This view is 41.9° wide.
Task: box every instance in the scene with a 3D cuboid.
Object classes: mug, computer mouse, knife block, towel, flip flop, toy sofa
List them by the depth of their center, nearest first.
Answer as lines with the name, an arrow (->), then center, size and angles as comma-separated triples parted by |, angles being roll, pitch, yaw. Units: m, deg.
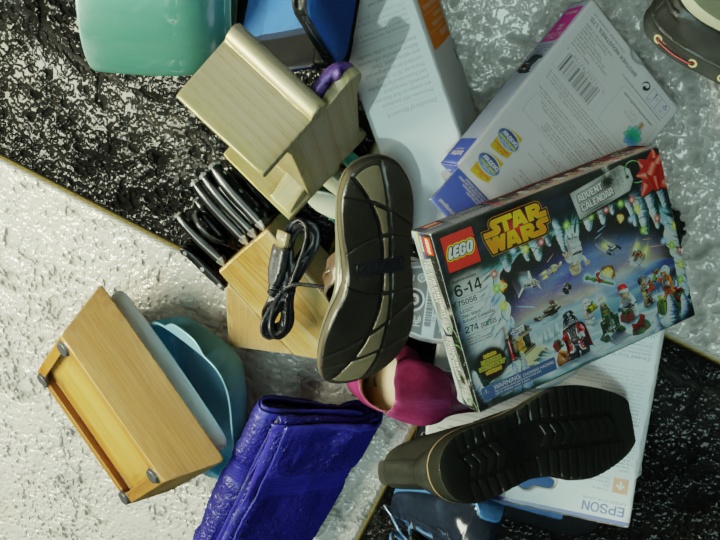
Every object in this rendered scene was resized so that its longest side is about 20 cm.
toy sofa -> -0.058, -0.113, 0.701 | 0.083, 0.200, 0.098 | 42, 87, 5
mug -> -0.156, -0.251, 0.754 | 0.112, 0.152, 0.188 | 3, 109, -4
flip flop -> 0.000, 0.000, 0.771 | 0.080, 0.058, 0.203 | -6, 115, -20
computer mouse -> 0.014, 0.021, 0.827 | 0.196, 0.044, 0.112 | 10, 95, 4
knife block -> -0.071, -0.014, 0.877 | 0.197, 0.064, 0.178 | 7, 114, 12
towel -> -0.071, 0.212, 0.938 | 0.146, 0.050, 0.202 | 8, 123, -34

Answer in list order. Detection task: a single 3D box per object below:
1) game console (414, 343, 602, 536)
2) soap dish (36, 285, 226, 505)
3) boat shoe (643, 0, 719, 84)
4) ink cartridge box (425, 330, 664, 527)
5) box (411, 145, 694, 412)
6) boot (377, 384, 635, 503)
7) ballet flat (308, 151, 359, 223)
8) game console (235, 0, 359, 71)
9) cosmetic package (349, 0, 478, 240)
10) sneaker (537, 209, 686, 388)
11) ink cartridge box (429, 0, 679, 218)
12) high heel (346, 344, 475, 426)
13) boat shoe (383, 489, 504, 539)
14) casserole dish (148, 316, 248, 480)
game console -> 0.153, 0.159, 0.905 | 0.197, 0.031, 0.180 | 14, 115, 9
soap dish -> -0.232, 0.132, 0.929 | 0.201, 0.081, 0.157 | 54, 144, 0
boat shoe -> 0.310, -0.162, 0.716 | 0.199, 0.074, 0.063 | 27, 153, -8
ink cartridge box -> 0.162, 0.111, 0.850 | 0.196, 0.041, 0.204 | 10, 97, 11
box -> 0.148, 0.003, 0.704 | 0.197, 0.040, 0.139 | -21, 102, -16
boot -> 0.121, 0.147, 0.810 | 0.197, 0.138, 0.079 | -4, 81, -25
ballet flat -> -0.051, -0.100, 0.832 | 0.199, 0.071, 0.068 | 37, 122, -1
game console -> -0.052, -0.255, 0.676 | 0.116, 0.171, 0.204 | 8, 84, 12
cosmetic package -> 0.048, -0.140, 0.772 | 0.070, 0.102, 0.203 | -15, 108, 19
sneaker -> 0.193, 0.016, 0.786 | 0.072, 0.073, 0.200 | 44, 78, 6
ink cartridge box -> 0.147, -0.093, 0.732 | 0.119, 0.042, 0.201 | 42, 81, -20
high heel -> 0.018, 0.103, 0.838 | 0.199, 0.095, 0.069 | 11, 96, 57
boat shoe -> 0.066, 0.243, 0.882 | 0.083, 0.200, 0.070 | 17, 73, -7
casserole dish -> -0.156, 0.125, 0.937 | 0.120, 0.039, 0.202 | 31, 138, 29
